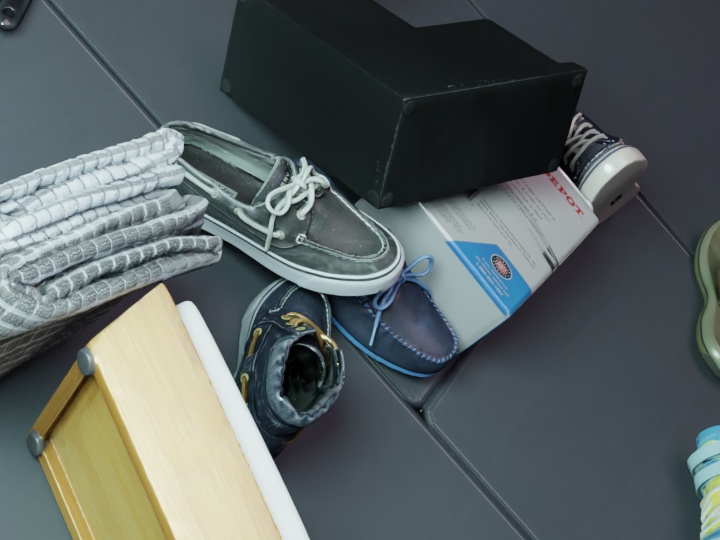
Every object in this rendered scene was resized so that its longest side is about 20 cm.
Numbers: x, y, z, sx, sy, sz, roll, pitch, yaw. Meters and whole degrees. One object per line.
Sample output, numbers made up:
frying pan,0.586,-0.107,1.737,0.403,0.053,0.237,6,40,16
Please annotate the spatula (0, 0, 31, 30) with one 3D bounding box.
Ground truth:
spatula,-0.237,-0.237,1.390,0.056,0.021,0.201,26,44,-12

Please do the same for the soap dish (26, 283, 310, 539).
soap dish,-0.117,0.133,1.098,0.081,0.157,0.201,-15,70,-34

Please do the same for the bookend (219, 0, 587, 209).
bookend,0.031,-0.148,1.447,0.198,0.093,0.200,-14,40,-41

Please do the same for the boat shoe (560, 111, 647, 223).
boat shoe,0.199,-0.100,1.656,0.093,0.075,0.200,51,0,9

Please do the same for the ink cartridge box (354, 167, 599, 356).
ink cartridge box,0.090,-0.039,1.520,0.146,0.084,0.200,50,36,0

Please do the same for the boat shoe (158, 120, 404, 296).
boat shoe,-0.057,-0.050,1.326,0.198,0.068,0.074,29,57,4

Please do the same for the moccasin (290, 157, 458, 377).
moccasin,0.000,0.000,1.397,0.200,0.068,0.081,41,44,-9

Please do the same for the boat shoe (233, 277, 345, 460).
boat shoe,-0.041,0.059,1.287,0.071,0.091,0.201,39,37,-15

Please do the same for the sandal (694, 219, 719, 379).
sandal,0.363,0.027,1.781,0.080,0.057,0.202,35,39,-21

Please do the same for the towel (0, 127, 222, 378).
towel,-0.193,0.009,1.105,0.200,0.165,0.086,-25,82,-52

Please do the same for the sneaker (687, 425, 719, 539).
sneaker,0.300,0.196,1.552,0.200,0.079,0.131,0,61,-58
